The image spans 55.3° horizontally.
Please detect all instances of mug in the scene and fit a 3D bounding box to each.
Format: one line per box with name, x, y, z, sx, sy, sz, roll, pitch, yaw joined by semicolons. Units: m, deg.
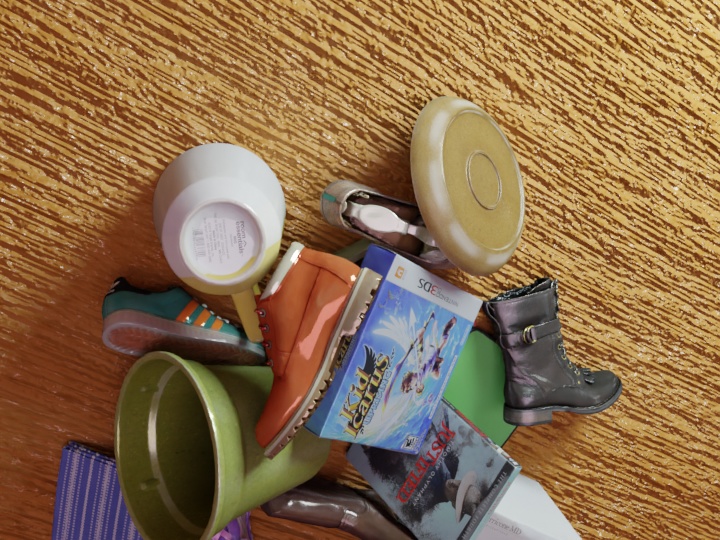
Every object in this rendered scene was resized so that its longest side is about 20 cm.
mug;-0.130;-0.036;0.712;0.186;0.153;0.150;39;94;-19

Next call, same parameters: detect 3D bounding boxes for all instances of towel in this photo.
towel;-0.269;0.295;0.812;0.196;0.024;0.148;16;105;9

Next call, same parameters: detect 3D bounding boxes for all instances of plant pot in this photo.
plant pot;0.128;-0.096;0.752;0.198;0.027;0.204;15;70;-44
plant pot;-0.136;0.182;0.744;0.182;0.199;0.204;0;109;-47

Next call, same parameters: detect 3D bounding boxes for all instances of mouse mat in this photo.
mouse mat;0.144;0.189;0.910;0.160;0.008;0.201;34;95;-24

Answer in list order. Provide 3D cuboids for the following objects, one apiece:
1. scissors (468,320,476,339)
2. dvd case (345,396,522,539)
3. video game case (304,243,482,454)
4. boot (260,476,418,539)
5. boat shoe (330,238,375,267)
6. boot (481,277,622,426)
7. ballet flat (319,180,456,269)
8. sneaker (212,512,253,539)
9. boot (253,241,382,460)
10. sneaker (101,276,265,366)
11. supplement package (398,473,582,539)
scissors;0.055;0.099;0.865;0.198;0.014;0.074;-31;112;-4
dvd case;0.079;0.228;0.821;0.022;0.199;0.147;21;104;-50
video game case;0.039;0.096;0.762;0.180;0.045;0.203;24;88;-46
boot;-0.031;0.302;0.817;0.197;0.186;0.065;24;91;-20
boat shoe;0.000;0.000;0.794;0.199;0.072;0.061;-29;106;-6
boot;0.251;0.096;0.882;0.196;0.069;0.178;-10;97;-23
ballet flat;0.051;-0.043;0.736;0.197;0.067;0.069;14;94;-19
sneaker;-0.168;0.317;0.841;0.079;0.089;0.204;-10;107;-8
boot;-0.067;0.074;0.660;0.106;0.075;0.203;26;85;2
sneaker;-0.191;0.060;0.771;0.198;0.081;0.071;24;130;-39
supplement package;0.145;0.367;0.887;0.189;0.147;0.202;28;100;-22
